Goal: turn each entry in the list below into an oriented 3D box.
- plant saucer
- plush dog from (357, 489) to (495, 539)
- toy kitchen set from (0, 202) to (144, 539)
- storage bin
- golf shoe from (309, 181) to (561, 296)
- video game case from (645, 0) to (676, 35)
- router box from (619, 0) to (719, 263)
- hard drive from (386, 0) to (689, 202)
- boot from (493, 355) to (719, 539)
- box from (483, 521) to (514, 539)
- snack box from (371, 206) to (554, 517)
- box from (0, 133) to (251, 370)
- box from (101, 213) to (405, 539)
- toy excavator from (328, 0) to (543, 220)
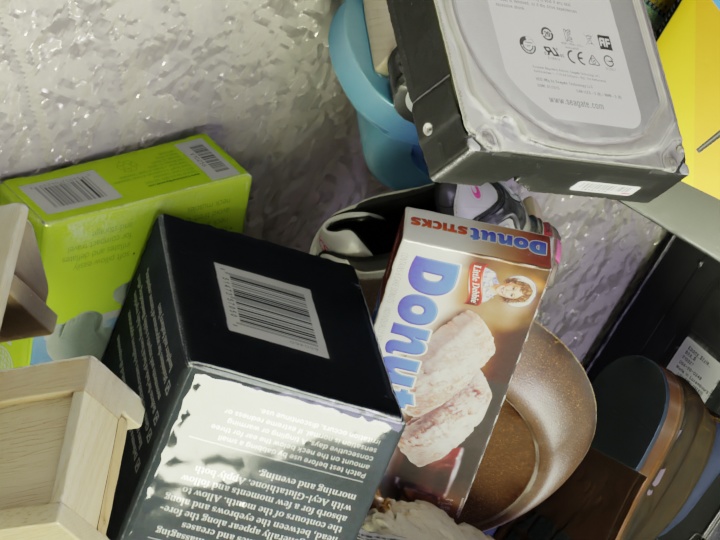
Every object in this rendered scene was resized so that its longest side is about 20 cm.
[{"bbox_3d":[0.020,0.080,1.419,0.199,0.032,0.201,5,138,4],"label":"plant saucer"},{"bbox_3d":[-0.011,0.196,1.376,0.172,0.160,0.200,-49,177,20],"label":"plush dog"},{"bbox_3d":[-0.159,0.089,1.286,0.180,0.199,0.164,46,44,-46],"label":"toy kitchen set"},{"bbox_3d":[0.224,0.066,1.677,0.094,0.135,0.201,16,111,-51],"label":"storage bin"},{"bbox_3d":[0.000,0.000,1.408,0.199,0.073,0.092,-27,130,32],"label":"golf shoe"},{"bbox_3d":[0.150,-0.144,1.525,0.183,0.022,0.200,-55,142,5],"label":"video game case"},{"bbox_3d":[0.239,-0.067,1.512,0.150,0.199,0.051,-59,-178,12],"label":"router box"},{"bbox_3d":[0.073,-0.133,1.308,0.139,0.201,0.038,5,152,-37],"label":"hard drive"},{"bbox_3d":[0.137,0.149,1.540,0.097,0.075,0.201,23,101,-48],"label":"boot"},{"bbox_3d":[0.040,0.151,1.591,0.148,0.104,0.201,17,109,-50],"label":"box"},{"bbox_3d":[0.035,0.047,1.337,0.071,0.024,0.200,12,139,-4],"label":"snack box"},{"bbox_3d":[-0.126,0.039,1.373,0.121,0.048,0.201,-16,131,-35],"label":"box"},{"bbox_3d":[-0.072,0.103,1.297,0.107,0.149,0.201,16,114,-17],"label":"box"},{"bbox_3d":[0.049,-0.070,1.424,0.194,0.100,0.200,13,141,-30],"label":"toy excavator"}]
